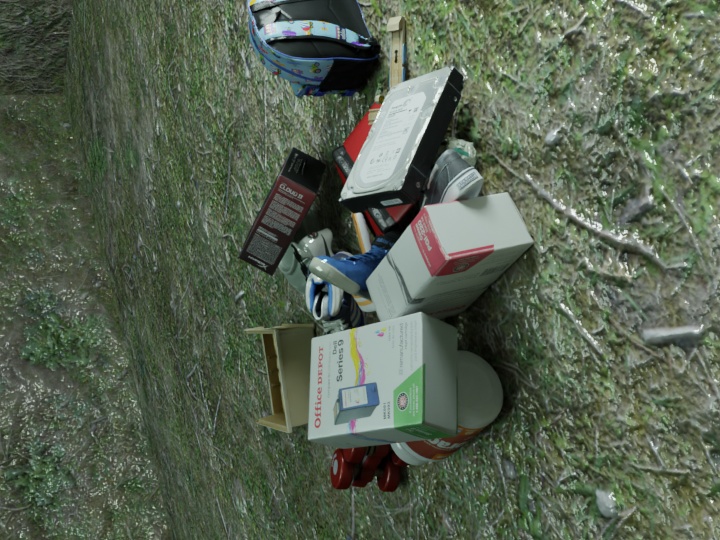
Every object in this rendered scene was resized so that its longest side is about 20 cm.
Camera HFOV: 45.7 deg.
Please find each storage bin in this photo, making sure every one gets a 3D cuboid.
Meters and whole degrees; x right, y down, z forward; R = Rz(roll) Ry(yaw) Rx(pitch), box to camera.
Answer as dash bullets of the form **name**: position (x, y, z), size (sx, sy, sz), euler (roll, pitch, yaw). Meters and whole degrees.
- **storage bin**: position (-0.161, 0.215, 1.771), size (0.198, 0.092, 0.204), euler (-7, 92, 62)

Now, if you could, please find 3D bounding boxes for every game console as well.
- **game console**: position (0.048, -0.137, 1.365), size (0.201, 0.117, 0.173), euler (59, 175, 37)

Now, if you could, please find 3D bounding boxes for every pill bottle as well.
- **pill bottle**: position (0.115, 0.207, 1.234), size (0.114, 0.110, 0.201), euler (68, 150, 24)

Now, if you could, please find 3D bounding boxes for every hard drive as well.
- **hard drive**: position (0.056, -0.177, 1.164), size (0.139, 0.038, 0.202), euler (-4, 56, 53)

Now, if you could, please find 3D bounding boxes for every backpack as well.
- **backpack**: position (-0.091, -0.372, 1.369), size (0.135, 0.197, 0.185), euler (-52, 54, 53)

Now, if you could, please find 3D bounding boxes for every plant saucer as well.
- **plant saucer**: position (-0.132, -0.049, 1.691), size (0.199, 0.049, 0.204), euler (26, 120, 57)

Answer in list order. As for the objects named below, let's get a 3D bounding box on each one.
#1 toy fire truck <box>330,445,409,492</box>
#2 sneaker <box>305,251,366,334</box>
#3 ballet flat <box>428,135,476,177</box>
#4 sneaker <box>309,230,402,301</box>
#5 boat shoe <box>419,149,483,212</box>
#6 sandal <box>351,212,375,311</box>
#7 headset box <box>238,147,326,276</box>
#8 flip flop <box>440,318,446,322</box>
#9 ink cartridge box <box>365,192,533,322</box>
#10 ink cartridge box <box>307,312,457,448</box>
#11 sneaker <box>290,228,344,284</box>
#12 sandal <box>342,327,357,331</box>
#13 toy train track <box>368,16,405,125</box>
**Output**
- **toy fire truck**: position (0.015, 0.273, 1.461), size (0.170, 0.110, 0.202), euler (-99, 23, -43)
- **sneaker**: position (-0.050, 0.078, 1.453), size (0.079, 0.146, 0.204), euler (6, 110, 22)
- **ballet flat**: position (0.077, -0.156, 1.212), size (0.198, 0.071, 0.073), euler (-10, 89, 47)
- **sneaker**: position (0.014, -0.016, 1.242), size (0.076, 0.198, 0.113), euler (24, 90, 47)
- **boat shoe**: position (0.110, -0.097, 1.158), size (0.068, 0.071, 0.200), euler (53, 165, 14)
- **sandal**: position (-0.001, -0.002, 1.401), size (0.079, 0.058, 0.210), euler (-114, 8, -79)
- **headset box**: position (-0.135, -0.116, 1.537), size (0.202, 0.076, 0.149), euler (-60, 9, 26)
- **flip flop**: position (0.077, 0.088, 1.327), size (0.200, 0.057, 0.083), euler (-43, 58, 59)
- **ink cartridge box**: position (0.113, -0.009, 1.141), size (0.086, 0.144, 0.201), euler (66, 147, 22)
- **ink cartridge box**: position (0.027, 0.153, 1.145), size (0.198, 0.087, 0.148), euler (-16, 63, 39)
- **sneaker**: position (-0.056, 0.009, 1.551), size (0.074, 0.088, 0.202), euler (45, 160, 41)
- **sandal**: position (0.007, 0.170, 1.252), size (0.201, 0.042, 0.077), euler (55, 127, 39)
- **toy train track**: position (0.047, -0.278, 1.282), size (0.113, 0.032, 0.204), euler (4, 94, 41)
